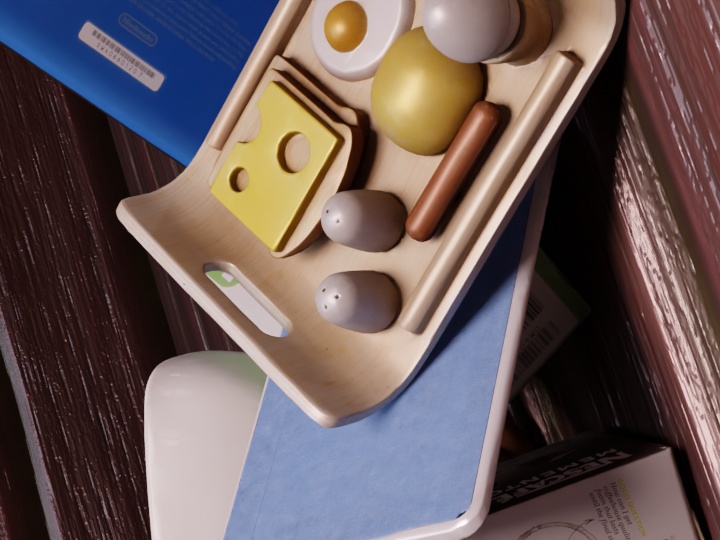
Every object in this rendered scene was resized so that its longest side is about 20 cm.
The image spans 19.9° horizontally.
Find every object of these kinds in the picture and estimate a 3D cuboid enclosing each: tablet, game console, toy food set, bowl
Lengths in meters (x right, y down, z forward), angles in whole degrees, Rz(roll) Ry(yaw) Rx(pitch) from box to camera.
[{"bbox_3d":[0.013,0.029,0.805,0.014,0.130,0.201,44,-136,-33],"label":"tablet"},{"bbox_3d":[-0.104,-0.162,0.921,0.200,0.171,0.118,34,175,-41],"label":"game console"},{"bbox_3d":[-0.005,-0.064,0.764,0.143,0.060,0.201,42,111,32],"label":"toy food set"},{"bbox_3d":[-0.030,0.134,0.955,0.200,0.074,0.201,10,-105,-77],"label":"bowl"}]

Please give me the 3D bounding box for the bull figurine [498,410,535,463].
[{"bbox_3d":[0.061,0.125,0.986,0.201,0.065,0.121,66,-158,6],"label":"bull figurine"}]

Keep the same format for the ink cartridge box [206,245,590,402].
[{"bbox_3d":[0.000,0.000,0.914,0.059,0.104,0.200,46,174,-39],"label":"ink cartridge box"}]

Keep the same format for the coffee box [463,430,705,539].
[{"bbox_3d":[0.031,0.136,0.821,0.113,0.199,0.080,171,80,-80],"label":"coffee box"}]
